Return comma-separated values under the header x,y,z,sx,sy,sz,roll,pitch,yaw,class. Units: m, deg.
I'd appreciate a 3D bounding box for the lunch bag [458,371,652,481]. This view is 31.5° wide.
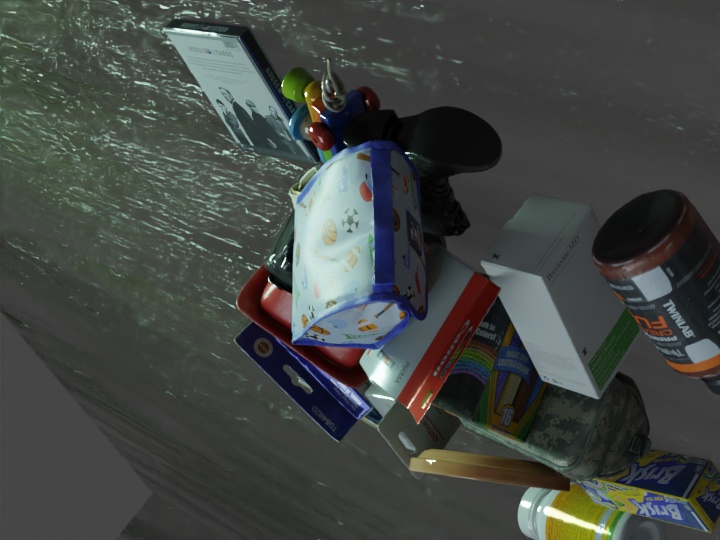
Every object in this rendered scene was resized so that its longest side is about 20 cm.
x,y,z,sx,sy,sz,roll,pitch,yaw,class
0.237,0.167,1.541,0.199,0.140,0.167,20,172,38,lunch bag

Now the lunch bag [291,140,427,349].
x,y,z,sx,sy,sz,roll,pitch,yaw,class
0.003,-0.021,1.299,0.123,0.172,0.200,2,162,-14,lunch bag

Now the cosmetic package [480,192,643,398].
x,y,z,sx,sy,sz,roll,pitch,yaw,class
0.216,0.028,1.353,0.084,0.108,0.201,17,150,42,cosmetic package

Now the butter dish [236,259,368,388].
x,y,z,sx,sy,sz,roll,pitch,yaw,class
-0.022,0.011,1.622,0.199,0.200,0.148,35,137,3,butter dish

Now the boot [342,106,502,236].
x,y,z,sx,sy,sz,roll,pitch,yaw,class
0.084,-0.097,1.377,0.199,0.070,0.174,12,152,33,boot

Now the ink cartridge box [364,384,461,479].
x,y,z,sx,sy,sz,roll,pitch,yaw,class
0.085,0.158,1.673,0.066,0.200,0.116,8,142,50,ink cartridge box

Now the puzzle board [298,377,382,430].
x,y,z,sx,sy,sz,roll,pitch,yaw,class
0.027,0.162,1.790,0.150,0.199,0.018,28,112,25,puzzle board

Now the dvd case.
x,y,z,sx,sy,sz,roll,pitch,yaw,class
-0.141,-0.217,1.554,0.150,0.025,0.201,16,147,44,dvd case

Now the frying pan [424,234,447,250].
x,y,z,sx,sy,sz,roll,pitch,yaw,class
0.050,-0.070,1.523,0.114,0.031,0.191,14,137,38,frying pan

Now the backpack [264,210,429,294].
x,y,z,sx,sy,sz,roll,pitch,yaw,class
0.000,0.000,1.484,0.199,0.127,0.167,28,175,-9,backpack

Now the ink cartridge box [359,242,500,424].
x,y,z,sx,sy,sz,roll,pitch,yaw,class
0.068,0.061,1.336,0.050,0.163,0.200,31,-177,-8,ink cartridge box

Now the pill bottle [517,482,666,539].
x,y,z,sx,sy,sz,roll,pitch,yaw,class
0.322,0.364,1.806,0.199,0.111,0.111,10,144,50,pill bottle

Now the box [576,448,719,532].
x,y,z,sx,sy,sz,roll,pitch,yaw,class
0.369,0.271,1.624,0.070,0.064,0.199,50,155,-25,box

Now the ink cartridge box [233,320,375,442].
x,y,z,sx,sy,sz,roll,pitch,yaw,class
-0.035,0.093,1.701,0.199,0.200,0.041,44,144,0,ink cartridge box

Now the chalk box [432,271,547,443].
x,y,z,sx,sy,sz,roll,pitch,yaw,class
0.148,0.073,1.452,0.124,0.202,0.124,20,174,40,chalk box

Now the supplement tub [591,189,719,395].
x,y,z,sx,sy,sz,roll,pitch,yaw,class
0.311,0.028,1.204,0.200,0.107,0.107,49,156,-22,supplement tub

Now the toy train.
x,y,z,sx,sy,sz,roll,pitch,yaw,class
-0.044,-0.189,1.400,0.116,0.084,0.201,41,162,34,toy train

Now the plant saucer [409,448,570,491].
x,y,z,sx,sy,sz,roll,pitch,yaw,class
0.160,0.245,1.574,0.198,0.033,0.200,8,172,1,plant saucer

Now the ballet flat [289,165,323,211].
x,y,z,sx,sy,sz,roll,pitch,yaw,class
-0.037,-0.101,1.569,0.069,0.070,0.200,45,158,-14,ballet flat
